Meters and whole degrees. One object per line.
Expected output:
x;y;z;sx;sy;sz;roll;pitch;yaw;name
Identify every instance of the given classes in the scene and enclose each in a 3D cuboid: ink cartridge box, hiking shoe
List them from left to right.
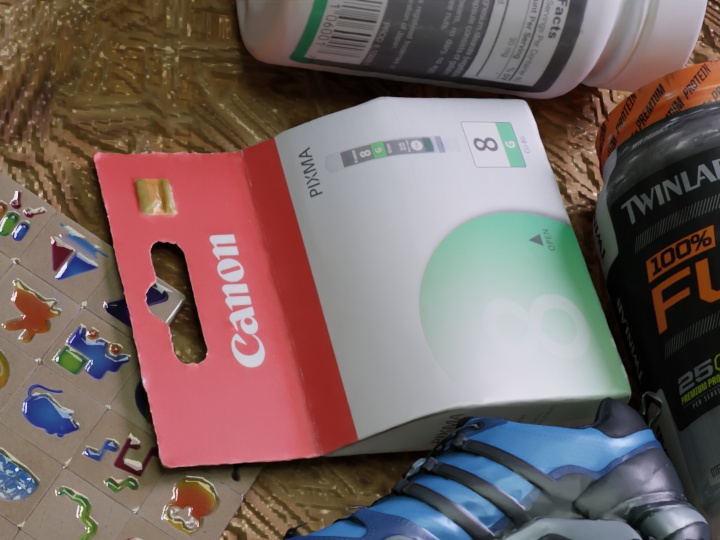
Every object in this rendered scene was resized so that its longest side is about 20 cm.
0.000;0.000;0.935;0.199;0.050;0.161;0;56;-25;ink cartridge box
0.036;0.104;0.874;0.199;0.075;0.087;-6;52;-15;hiking shoe

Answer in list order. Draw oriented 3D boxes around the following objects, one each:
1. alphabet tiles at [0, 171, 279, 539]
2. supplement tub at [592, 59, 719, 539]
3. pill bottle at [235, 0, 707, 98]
-0.138;0.050;0.880;0.200;0.008;0.167;34;53;0;alphabet tiles
0.174;0.016;0.954;0.122;0.123;0.201;-2;60;-23;supplement tub
0.051;-0.140;1.009;0.199;0.113;0.113;6;58;-19;pill bottle
